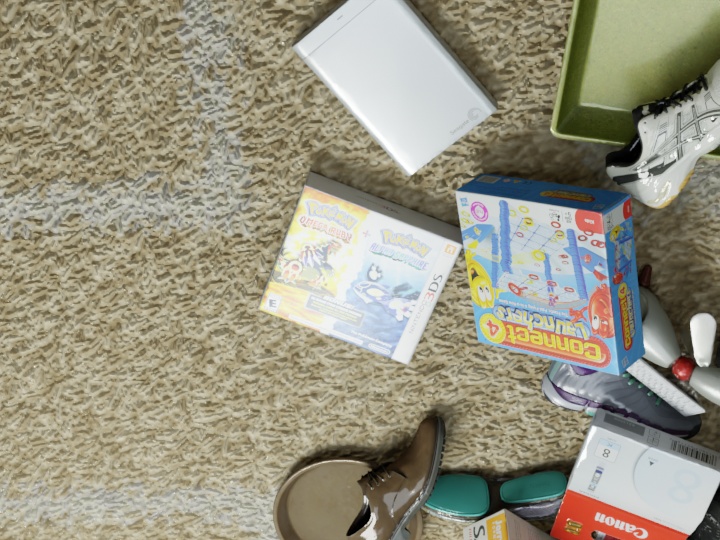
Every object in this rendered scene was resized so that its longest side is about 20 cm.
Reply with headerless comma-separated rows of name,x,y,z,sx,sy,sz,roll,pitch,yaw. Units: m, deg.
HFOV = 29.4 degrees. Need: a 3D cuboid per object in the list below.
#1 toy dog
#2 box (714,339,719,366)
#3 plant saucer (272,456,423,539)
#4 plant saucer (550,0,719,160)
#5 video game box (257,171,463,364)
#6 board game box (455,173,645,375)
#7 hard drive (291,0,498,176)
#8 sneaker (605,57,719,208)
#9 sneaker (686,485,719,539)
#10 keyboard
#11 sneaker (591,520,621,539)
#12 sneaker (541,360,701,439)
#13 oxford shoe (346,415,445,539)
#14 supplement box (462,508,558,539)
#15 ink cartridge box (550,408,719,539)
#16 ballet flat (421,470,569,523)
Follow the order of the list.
toy dog,0.361,0.067,1.584,0.200,0.132,0.096,38,80,-4
box,0.450,0.054,1.608,0.041,0.039,0.200,6,119,5
plant saucer,-0.016,0.324,1.818,0.200,0.029,0.200,3,119,6
plant saucer,0.316,-0.229,1.466,0.200,0.048,0.200,8,119,2
video game box,0.000,0.000,1.632,0.200,0.047,0.182,20,116,-4
board game box,0.211,0.001,1.536,0.200,0.056,0.196,11,122,41
hard drive,0.039,-0.216,1.520,0.132,0.027,0.200,-36,109,23
sneaker,0.331,-0.157,1.433,0.088,0.076,0.200,28,117,-9
sneaker,0.458,0.294,1.715,0.060,0.104,0.200,34,159,22
keyboard,0.315,0.106,1.606,0.200,0.056,0.011,38,79,-3
sneaker,0.359,0.300,1.734,0.112,0.071,0.200,16,117,2
sneaker,0.323,0.141,1.653,0.200,0.074,0.088,16,114,-1
oxford shoe,0.044,0.268,1.728,0.084,0.073,0.200,26,94,-12
supplement box,0.222,0.403,1.738,0.073,0.126,0.200,-32,130,30
ink cartridge box,0.327,0.280,1.651,0.160,0.047,0.200,20,118,8
ballet flat,0.173,0.300,1.762,0.200,0.072,0.072,-5,117,11
